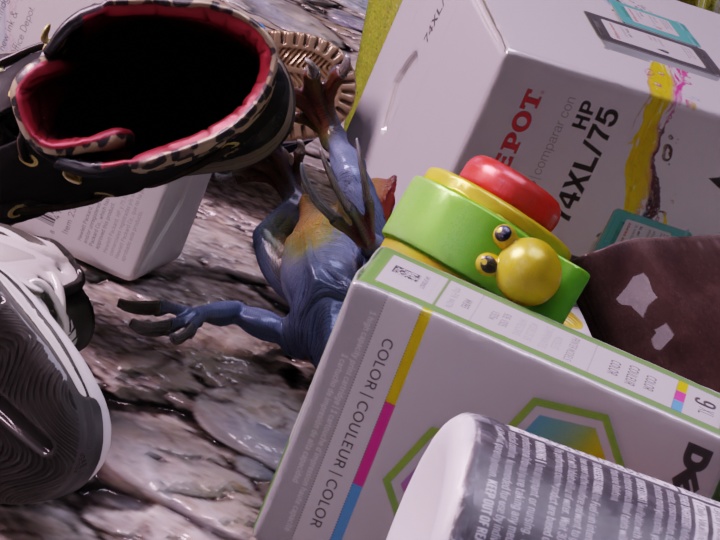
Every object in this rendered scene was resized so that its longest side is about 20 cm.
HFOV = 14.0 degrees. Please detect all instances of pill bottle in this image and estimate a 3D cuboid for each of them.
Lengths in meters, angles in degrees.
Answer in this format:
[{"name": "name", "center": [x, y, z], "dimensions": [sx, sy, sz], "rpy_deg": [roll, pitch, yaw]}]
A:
[{"name": "pill bottle", "center": [0.105, 0.127, 0.941], "dimensions": [0.199, 0.107, 0.106], "rpy_deg": [21, 16, -6]}]

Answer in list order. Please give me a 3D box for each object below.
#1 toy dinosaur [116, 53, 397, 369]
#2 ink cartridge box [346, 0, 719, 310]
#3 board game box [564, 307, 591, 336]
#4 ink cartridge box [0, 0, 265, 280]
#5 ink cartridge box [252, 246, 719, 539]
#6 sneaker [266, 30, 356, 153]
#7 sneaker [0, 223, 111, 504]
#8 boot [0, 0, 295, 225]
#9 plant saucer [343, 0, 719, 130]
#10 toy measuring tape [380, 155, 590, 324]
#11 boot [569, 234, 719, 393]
[{"name": "toy dinosaur", "center": [0.000, 0.000, 1.228], "dimensions": [0.199, 0.105, 0.182], "rpy_deg": [15, 42, -45]}, {"name": "ink cartridge box", "center": [0.110, -0.050, 1.418], "dimensions": [0.199, 0.147, 0.146], "rpy_deg": [15, 26, -21]}, {"name": "board game box", "center": [0.100, 0.064, 1.263], "dimensions": [0.126, 0.035, 0.200], "rpy_deg": [13, 18, -32]}, {"name": "ink cartridge box", "center": [-0.156, -0.092, 1.280], "dimensions": [0.199, 0.117, 0.067], "rpy_deg": [26, 16, 10]}, {"name": "ink cartridge box", "center": [0.073, 0.081, 1.049], "dimensions": [0.199, 0.104, 0.059], "rpy_deg": [23, 16, 4]}, {"name": "sneaker", "center": [-0.102, -0.094, 1.452], "dimensions": [0.198, 0.071, 0.109], "rpy_deg": [7, 0, -1]}, {"name": "sneaker", "center": [-0.122, 0.018, 1.045], "dimensions": [0.115, 0.076, 0.200], "rpy_deg": [4, 22, -43]}, {"name": "boot", "center": [-0.120, -0.057, 1.120], "dimensions": [0.198, 0.074, 0.151], "rpy_deg": [-8, -2, -4]}, {"name": "plant saucer", "center": [0.102, -0.116, 1.505], "dimensions": [0.198, 0.201, 0.048], "rpy_deg": [8, 28, -6]}, {"name": "toy measuring tape", "center": [0.034, -0.011, 1.152], "dimensions": [0.073, 0.074, 0.200], "rpy_deg": [18, 0, -14]}, {"name": "boot", "center": [0.174, 0.061, 1.165], "dimensions": [0.199, 0.072, 0.167], "rpy_deg": [-3, 69, -43]}]
